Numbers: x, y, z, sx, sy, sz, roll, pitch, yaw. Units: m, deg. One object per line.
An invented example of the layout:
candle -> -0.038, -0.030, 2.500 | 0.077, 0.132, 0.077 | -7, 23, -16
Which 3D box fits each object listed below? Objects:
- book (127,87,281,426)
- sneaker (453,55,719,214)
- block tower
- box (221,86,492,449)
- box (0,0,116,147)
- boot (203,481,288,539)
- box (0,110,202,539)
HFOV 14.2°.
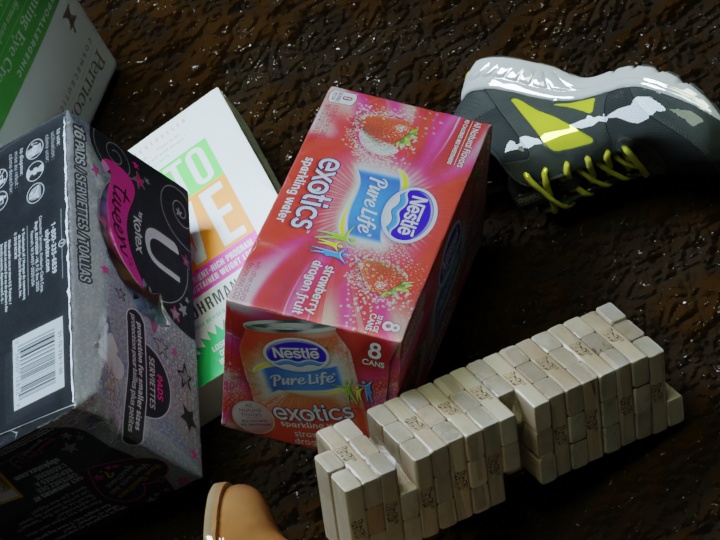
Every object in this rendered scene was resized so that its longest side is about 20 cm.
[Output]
book -> -0.097, -0.001, 1.719 | 0.133, 0.048, 0.200 | -33, 46, 3
sneaker -> 0.129, -0.066, 1.641 | 0.200, 0.074, 0.085 | 8, 62, 44
block tower -> 0.070, 0.083, 1.498 | 0.199, 0.058, 0.054 | -22, 37, -20
box -> 0.000, 0.000, 1.577 | 0.099, 0.096, 0.200 | 14, 41, 10
box -> -0.299, -0.111, 1.825 | 0.199, 0.172, 0.200 | 1, 52, 27
boot -> 0.006, 0.166, 1.490 | 0.155, 0.077, 0.200 | -25, 43, 4
box -> -0.172, 0.037, 1.636 | 0.132, 0.115, 0.201 | -26, 52, 27
